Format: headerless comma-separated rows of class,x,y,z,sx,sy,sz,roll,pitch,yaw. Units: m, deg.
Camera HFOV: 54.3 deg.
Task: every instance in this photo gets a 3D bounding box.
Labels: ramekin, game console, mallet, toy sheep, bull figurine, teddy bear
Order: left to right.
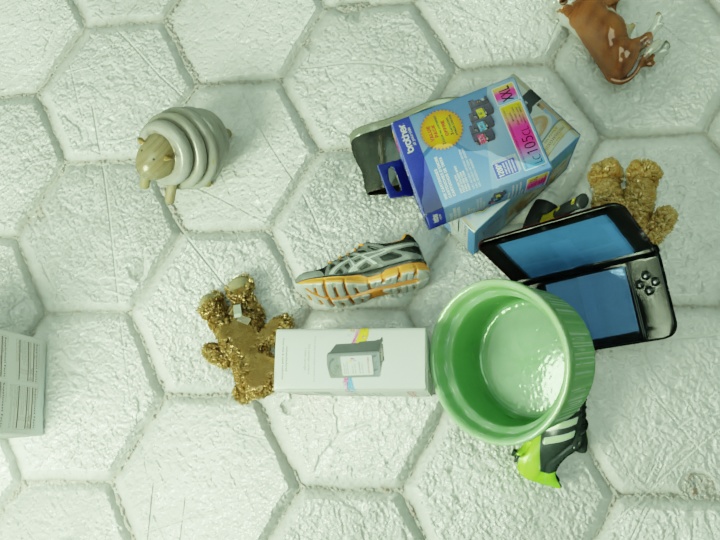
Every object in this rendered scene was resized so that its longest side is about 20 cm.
toy sheep,-0.265,-0.184,1.070,0.137,0.200,0.139,11,119,21
teddy bear,-0.170,0.099,1.040,0.145,0.067,0.200,-42,68,-12
ramekin,0.194,0.112,0.885,0.199,0.097,0.201,-3,86,43
mallet,0.258,-0.066,0.941,0.041,0.200,0.066,25,92,0
game console,0.275,0.022,0.904,0.199,0.118,0.173,-16,82,38
bull figurine,0.372,-0.374,1.060,0.121,0.065,0.201,-28,76,9
teddy bear,0.364,-0.067,0.979,0.144,0.067,0.201,22,81,16

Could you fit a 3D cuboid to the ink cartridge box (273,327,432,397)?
ink cartridge box,-0.005,0.128,0.957,0.199,0.148,0.086,-2,77,7

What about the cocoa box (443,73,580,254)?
cocoa box,0.189,-0.145,1.000,0.200,0.133,0.131,-42,75,-2

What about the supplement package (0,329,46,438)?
supplement package,-0.577,0.165,1.008,0.151,0.200,0.152,-6,75,7

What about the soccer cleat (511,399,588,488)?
soccer cleat,0.273,0.192,0.934,0.081,0.068,0.201,23,98,4

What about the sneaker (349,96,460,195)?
sneaker,0.089,-0.184,1.063,0.199,0.075,0.107,-17,79,14

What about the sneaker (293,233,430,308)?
sneaker,0.000,0.000,1.031,0.199,0.078,0.078,-9,62,3

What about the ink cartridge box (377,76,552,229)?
ink cartridge box,0.125,-0.142,0.902,0.199,0.076,0.137,-21,75,6
